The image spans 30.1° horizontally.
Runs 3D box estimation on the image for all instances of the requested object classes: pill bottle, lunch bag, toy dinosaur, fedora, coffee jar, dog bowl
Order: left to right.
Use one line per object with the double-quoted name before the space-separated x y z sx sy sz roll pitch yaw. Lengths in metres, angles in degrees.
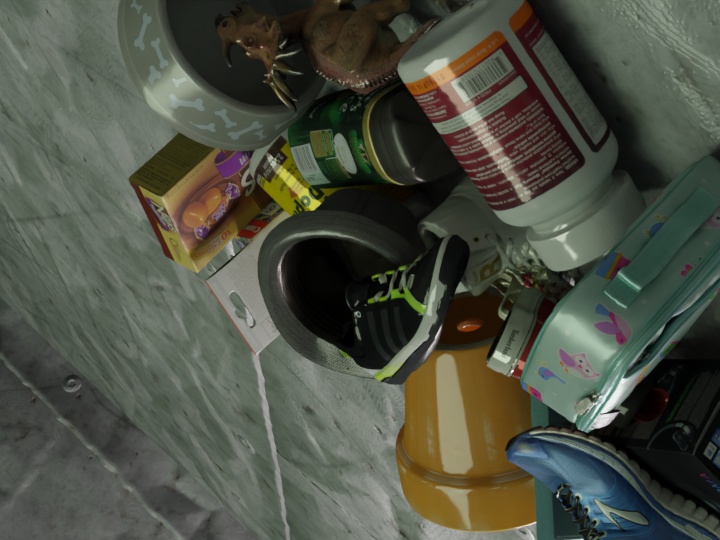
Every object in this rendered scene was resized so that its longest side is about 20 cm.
"dog bowl" -0.112 -0.209 1.182 0.200 0.200 0.059 51 143 -10
"toy dinosaur" -0.015 -0.183 1.108 0.200 0.136 0.086 25 149 44
"pill bottle" -0.008 -0.069 1.328 0.200 0.109 0.109 44 159 9
"fedora" 0.000 0.000 1.227 0.177 0.090 0.200 8 137 18
"coffee jar" 0.023 -0.122 1.182 0.200 0.104 0.085 4 118 60
"pill bottle" 0.125 -0.104 1.011 0.200 0.110 0.110 54 158 -15
"lunch bag" 0.202 0.019 0.952 0.077 0.200 0.160 40 156 12

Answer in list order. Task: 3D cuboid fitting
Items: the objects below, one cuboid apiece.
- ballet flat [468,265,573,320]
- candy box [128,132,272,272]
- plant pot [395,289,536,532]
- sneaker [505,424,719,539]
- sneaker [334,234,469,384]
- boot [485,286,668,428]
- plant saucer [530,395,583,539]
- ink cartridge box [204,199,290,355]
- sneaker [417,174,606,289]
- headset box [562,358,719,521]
"ballet flat" 0.140 0.010 1.246 0.200 0.064 0.076 39 159 22
"candy box" -0.136 -0.108 1.379 0.056 0.200 0.117 27 151 35
"plant pot" 0.124 0.127 1.337 0.200 0.200 0.184 21 130 50
"sneaker" 0.203 0.200 1.093 0.200 0.089 0.079 33 162 9
"sneaker" 0.025 0.032 1.123 0.083 0.072 0.200 26 141 -1
"boot" 0.182 0.077 1.110 0.144 0.073 0.200 25 -171 4
"plant saucer" 0.188 0.159 1.262 0.019 0.200 0.070 -10 167 42
"ink cartridge box" -0.077 -0.016 1.427 0.050 0.200 0.109 13 140 55
"sneaker" 0.142 -0.013 1.131 0.200 0.116 0.074 30 151 36
"headset box" 0.291 0.159 1.131 0.174 0.093 0.200 41 162 -19
